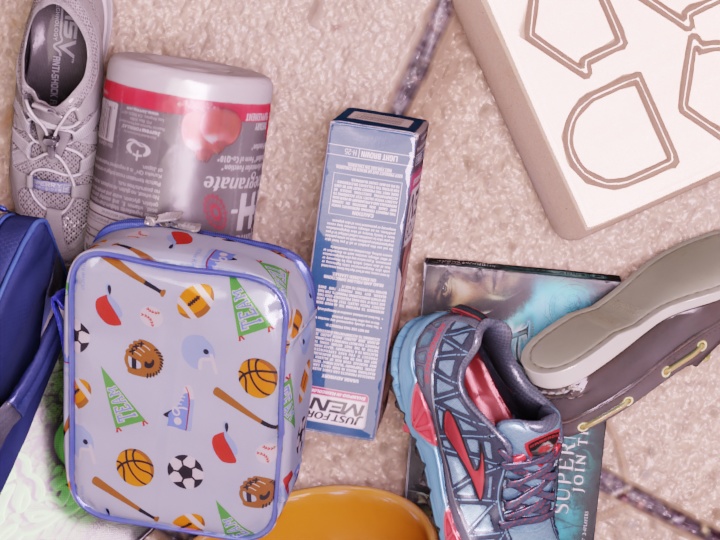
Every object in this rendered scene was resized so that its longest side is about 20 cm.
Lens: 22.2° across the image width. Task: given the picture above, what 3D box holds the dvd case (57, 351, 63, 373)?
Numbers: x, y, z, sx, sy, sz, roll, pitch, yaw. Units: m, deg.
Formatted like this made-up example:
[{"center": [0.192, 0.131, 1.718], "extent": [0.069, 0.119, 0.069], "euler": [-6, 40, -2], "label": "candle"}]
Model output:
[{"center": [-0.281, 0.095, 1.287], "extent": [0.199, 0.022, 0.147], "euler": [25, 101, 0], "label": "dvd case"}]

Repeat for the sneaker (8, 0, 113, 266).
[{"center": [-0.207, -0.099, 1.216], "extent": [0.074, 0.082, 0.202], "euler": [2, 102, 6], "label": "sneaker"}]

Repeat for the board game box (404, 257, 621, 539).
[{"center": [0.100, 0.097, 1.245], "extent": [0.134, 0.028, 0.202], "euler": [5, 100, 4], "label": "board game box"}]

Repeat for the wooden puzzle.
[{"center": [0.183, -0.141, 1.193], "extent": [0.199, 0.046, 0.186], "euler": [-24, 96, 14], "label": "wooden puzzle"}]

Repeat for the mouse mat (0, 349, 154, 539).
[{"center": [-0.211, 0.134, 1.241], "extent": [0.200, 0.008, 0.161], "euler": [-43, 93, -15], "label": "mouse mat"}]

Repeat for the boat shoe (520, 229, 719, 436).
[{"center": [0.196, 0.037, 1.192], "extent": [0.200, 0.072, 0.061], "euler": [-28, 118, -14], "label": "boat shoe"}]

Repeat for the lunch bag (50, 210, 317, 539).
[{"center": [-0.112, 0.064, 1.136], "extent": [0.159, 0.076, 0.202], "euler": [9, 113, 10], "label": "lunch bag"}]

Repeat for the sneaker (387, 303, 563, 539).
[{"center": [0.087, 0.119, 1.143], "extent": [0.095, 0.079, 0.201], "euler": [-20, 95, 50], "label": "sneaker"}]

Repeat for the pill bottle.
[{"center": [-0.124, -0.036, 1.204], "extent": [0.110, 0.111, 0.202], "euler": [10, 100, 4], "label": "pill bottle"}]

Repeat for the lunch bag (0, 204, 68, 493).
[{"center": [-0.259, 0.047, 1.172], "extent": [0.131, 0.136, 0.201], "euler": [14, 63, 11], "label": "lunch bag"}]

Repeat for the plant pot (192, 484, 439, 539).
[{"center": [-0.022, 0.275, 1.212], "extent": [0.199, 0.201, 0.184], "euler": [-13, 116, 8], "label": "plant pot"}]

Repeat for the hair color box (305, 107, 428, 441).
[{"center": [0.000, 0.000, 1.203], "extent": [0.060, 0.100, 0.202], "euler": [9, 101, 5], "label": "hair color box"}]
